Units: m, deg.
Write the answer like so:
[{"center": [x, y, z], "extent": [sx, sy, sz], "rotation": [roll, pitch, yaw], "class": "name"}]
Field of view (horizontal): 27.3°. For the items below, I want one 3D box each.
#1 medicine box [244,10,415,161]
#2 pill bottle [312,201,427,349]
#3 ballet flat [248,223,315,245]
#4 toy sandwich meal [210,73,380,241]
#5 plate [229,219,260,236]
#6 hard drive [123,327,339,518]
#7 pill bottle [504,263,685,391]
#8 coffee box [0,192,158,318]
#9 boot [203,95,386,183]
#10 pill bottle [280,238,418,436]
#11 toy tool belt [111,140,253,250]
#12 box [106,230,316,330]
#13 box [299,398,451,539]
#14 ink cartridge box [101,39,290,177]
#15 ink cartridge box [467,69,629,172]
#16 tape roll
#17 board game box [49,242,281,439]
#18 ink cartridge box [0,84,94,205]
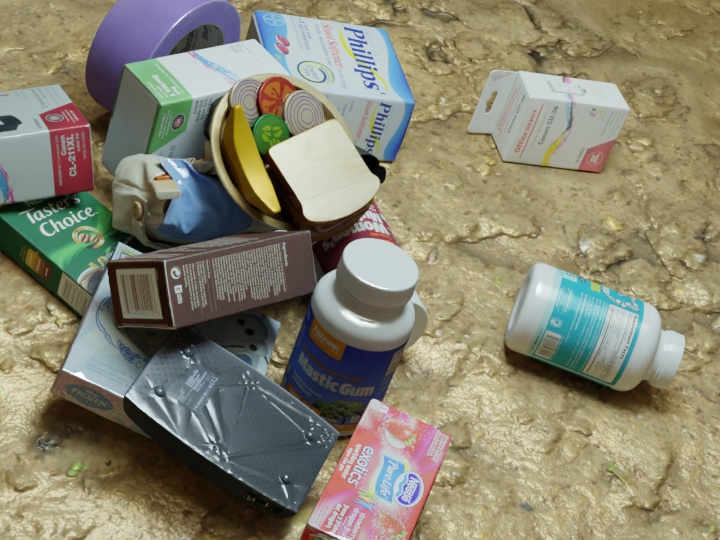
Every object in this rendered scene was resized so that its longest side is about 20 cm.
[{"center": [-0.049, -0.250, 2.010], "extent": [0.199, 0.103, 0.183], "rotation": [4, 41, -20], "class": "medicine box"}, {"center": [0.000, 0.000, 1.722], "extent": [0.109, 0.110, 0.200], "rotation": [-2, 43, -27], "class": "pill bottle"}, {"center": [-0.121, -0.017, 1.691], "extent": [0.200, 0.070, 0.069], "rotation": [-37, 60, -11], "class": "ballet flat"}, {"center": [-0.071, -0.130, 1.632], "extent": [0.204, 0.070, 0.207], "rotation": [10, 70, -29], "class": "toy sandwich meal"}, {"center": [-0.173, -0.102, 1.828], "extent": [0.199, 0.032, 0.200], "rotation": [-18, 51, -39], "class": "plate"}, {"center": [-0.129, 0.151, 1.459], "extent": [0.199, 0.042, 0.135], "rotation": [34, 40, -3], "class": "hard drive"}, {"center": [0.280, 0.074, 1.765], "extent": [0.199, 0.111, 0.111], "rotation": [21, 37, -1], "class": "pill bottle"}, {"center": [-0.318, -0.028, 1.658], "extent": [0.200, 0.044, 0.123], "rotation": [38, 41, 21], "class": "coffee box"}, {"center": [-0.071, -0.149, 1.723], "extent": [0.138, 0.078, 0.199], "rotation": [28, 16, 35], "class": "boot"}, {"center": [-0.008, 0.068, 1.559], "extent": [0.111, 0.201, 0.112], "rotation": [13, 38, -10], "class": "pill bottle"}, {"center": [-0.173, -0.081, 1.667], "extent": [0.199, 0.126, 0.122], "rotation": [-2, 0, -41], "class": "toy tool belt"}, {"center": [-0.150, 0.008, 1.528], "extent": [0.100, 0.076, 0.199], "rotation": [0, 11, 45], "class": "box"}, {"center": [0.009, 0.234, 1.448], "extent": [0.095, 0.100, 0.200], "rotation": [25, 37, 5], "class": "box"}, {"center": [-0.194, -0.181, 1.768], "extent": [0.199, 0.145, 0.084], "rotation": [-19, 53, -41], "class": "ink cartridge box"}, {"center": [0.264, -0.211, 2.102], "extent": [0.199, 0.117, 0.068], "rotation": [5, 40, -19], "class": "ink cartridge box"}, {"center": [-0.246, -0.271, 1.862], "extent": [0.085, 0.201, 0.200], "rotation": [36, 39, 19], "class": "tape roll"}, {"center": [-0.196, 0.088, 1.539], "extent": [0.199, 0.043, 0.200], "rotation": [27, 39, -11], "class": "board game box"}, {"center": [-0.414, -0.136, 1.659], "extent": [0.199, 0.083, 0.146], "rotation": [-11, 30, -23], "class": "ink cartridge box"}]
